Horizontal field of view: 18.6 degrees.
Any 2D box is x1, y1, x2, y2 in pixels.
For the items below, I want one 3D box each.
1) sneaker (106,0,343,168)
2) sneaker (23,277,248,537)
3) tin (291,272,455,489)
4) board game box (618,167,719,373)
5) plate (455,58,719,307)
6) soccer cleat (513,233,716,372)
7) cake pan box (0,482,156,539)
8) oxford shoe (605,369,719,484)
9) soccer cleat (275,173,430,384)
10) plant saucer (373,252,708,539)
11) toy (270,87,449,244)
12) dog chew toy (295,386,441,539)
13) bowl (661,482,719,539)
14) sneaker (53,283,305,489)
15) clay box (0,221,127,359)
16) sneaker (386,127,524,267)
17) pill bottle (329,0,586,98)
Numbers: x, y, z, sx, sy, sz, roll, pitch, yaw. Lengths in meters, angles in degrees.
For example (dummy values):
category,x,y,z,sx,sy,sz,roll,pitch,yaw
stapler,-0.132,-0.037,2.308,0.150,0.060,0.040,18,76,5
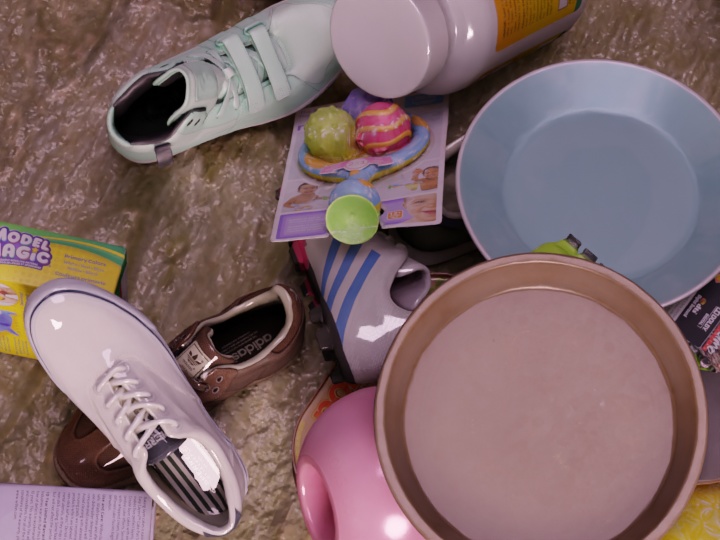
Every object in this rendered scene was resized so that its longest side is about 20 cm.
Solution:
category,x,y,z,sx,sy,sz,roll,pitch,yaw
sneaker,-0.086,-0.131,1.515,0.199,0.118,0.074,-29,92,0
sneaker,-0.135,0.087,1.389,0.073,0.071,0.200,-41,110,3
tin,0.030,0.092,1.486,0.111,0.042,0.201,32,66,6
board game box,0.279,0.039,1.501,0.199,0.097,0.160,36,66,12
plate,0.162,-0.053,1.473,0.198,0.026,0.202,1,60,-1
soccer cleat,0.168,0.062,1.391,0.200,0.068,0.081,40,95,-18
cake pan box,-0.224,0.233,1.386,0.182,0.052,0.202,1,63,-2
oxford shoe,0.228,0.099,1.346,0.198,0.071,0.072,-4,73,1
soccer cleat,0.000,0.000,1.486,0.086,0.070,0.201,-18,43,-2
plant saucer,0.107,0.089,1.306,0.198,0.029,0.202,-1,74,3
toy,0.000,-0.088,1.500,0.114,0.048,0.201,-7,32,8
dog chew toy,0.062,0.124,1.393,0.198,0.125,0.125,-14,65,-22
bowl,0.243,0.186,1.359,0.108,0.199,0.201,-41,67,25
sneaker,-0.122,0.069,1.462,0.199,0.076,0.071,-36,72,-21
clay box,-0.256,0.008,1.458,0.198,0.115,0.048,13,62,1
sneaker,0.113,-0.071,1.545,0.199,0.090,0.067,-25,67,-17
pill bottle,0.068,-0.189,1.547,0.113,0.113,0.200,42,40,15
